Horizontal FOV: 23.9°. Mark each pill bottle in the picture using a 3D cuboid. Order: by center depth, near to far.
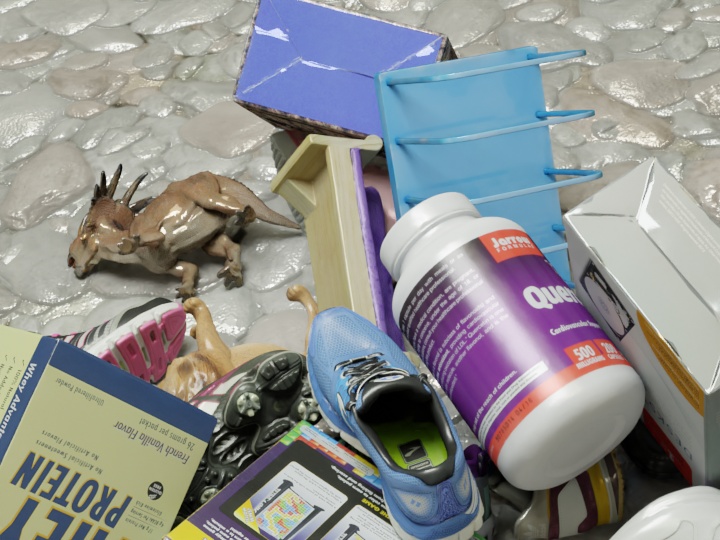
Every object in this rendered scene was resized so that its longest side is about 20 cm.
[{"bbox_3d":[0.097,0.043,1.160,0.112,0.113,0.200,-26,61,-18],"label":"pill bottle"}]

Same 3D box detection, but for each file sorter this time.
[{"bbox_3d":[0.109,-0.064,1.300,0.138,0.201,0.123,-12,8,-20],"label":"file sorter"}]

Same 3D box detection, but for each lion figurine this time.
[{"bbox_3d":[-0.072,0.080,1.315,0.199,0.073,0.123,-11,56,-9],"label":"lion figurine"}]

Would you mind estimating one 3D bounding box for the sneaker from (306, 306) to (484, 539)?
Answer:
[{"bbox_3d":[0.021,0.087,1.129,0.078,0.089,0.200,-23,47,-15],"label":"sneaker"}]

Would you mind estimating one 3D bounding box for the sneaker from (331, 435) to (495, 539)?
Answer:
[{"bbox_3d":[0.006,0.133,1.214,0.199,0.088,0.074,13,28,21],"label":"sneaker"}]

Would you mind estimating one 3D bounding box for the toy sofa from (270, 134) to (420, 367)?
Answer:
[{"bbox_3d":[0.000,0.000,1.308,0.097,0.083,0.201,4,62,-25],"label":"toy sofa"}]

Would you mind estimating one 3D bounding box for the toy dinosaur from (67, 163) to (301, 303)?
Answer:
[{"bbox_3d":[-0.159,-0.047,1.470,0.199,0.086,0.136,-19,39,-12],"label":"toy dinosaur"}]

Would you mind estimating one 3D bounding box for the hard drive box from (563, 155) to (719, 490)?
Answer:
[{"bbox_3d":[0.214,0.045,1.123,0.077,0.200,0.156,-32,60,-5],"label":"hard drive box"}]

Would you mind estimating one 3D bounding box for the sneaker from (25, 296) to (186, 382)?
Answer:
[{"bbox_3d":[-0.232,0.074,1.353,0.200,0.074,0.087,-36,52,-20],"label":"sneaker"}]

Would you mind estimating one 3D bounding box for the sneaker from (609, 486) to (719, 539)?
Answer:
[{"bbox_3d":[0.255,0.191,1.110,0.199,0.075,0.100,-9,39,3],"label":"sneaker"}]

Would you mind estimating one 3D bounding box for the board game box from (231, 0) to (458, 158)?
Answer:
[{"bbox_3d":[-0.005,-0.159,1.447,0.158,0.097,0.200,16,1,8],"label":"board game box"}]

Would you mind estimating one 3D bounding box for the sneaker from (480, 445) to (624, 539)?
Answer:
[{"bbox_3d":[0.118,0.110,1.235,0.090,0.075,0.200,-12,39,-10],"label":"sneaker"}]

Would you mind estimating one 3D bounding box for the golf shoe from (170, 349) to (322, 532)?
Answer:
[{"bbox_3d":[-0.113,0.129,1.222,0.199,0.077,0.088,-34,15,-7],"label":"golf shoe"}]

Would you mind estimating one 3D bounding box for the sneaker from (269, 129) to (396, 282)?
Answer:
[{"bbox_3d":[0.002,-0.063,1.463,0.104,0.076,0.200,-24,46,-15],"label":"sneaker"}]

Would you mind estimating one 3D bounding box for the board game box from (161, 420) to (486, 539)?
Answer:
[{"bbox_3d":[-0.008,0.203,1.099,0.199,0.057,0.165,32,38,19],"label":"board game box"}]

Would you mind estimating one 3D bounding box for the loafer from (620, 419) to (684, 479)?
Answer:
[{"bbox_3d":[0.220,0.067,1.264,0.072,0.073,0.201,-5,41,4],"label":"loafer"}]

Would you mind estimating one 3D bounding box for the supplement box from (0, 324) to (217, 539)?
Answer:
[{"bbox_3d":[-0.233,0.148,1.117,0.199,0.134,0.201,8,72,52],"label":"supplement box"}]
